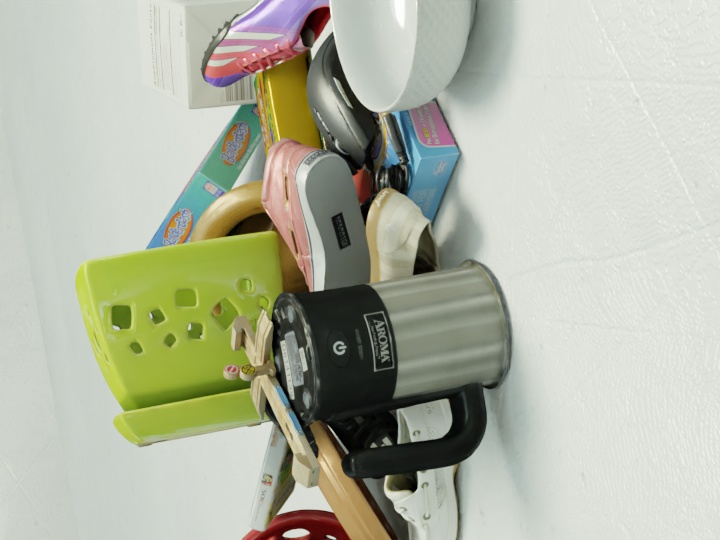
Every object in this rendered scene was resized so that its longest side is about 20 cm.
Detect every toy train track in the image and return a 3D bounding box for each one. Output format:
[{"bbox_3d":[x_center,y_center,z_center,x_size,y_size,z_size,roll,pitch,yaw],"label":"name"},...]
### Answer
[{"bbox_3d":[-0.085,0.115,1.457,0.201,0.032,0.115,-121,30,-44],"label":"toy train track"}]

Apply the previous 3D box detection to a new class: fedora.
[{"bbox_3d":[-0.092,-0.015,1.816,0.082,0.198,0.203,-57,-29,-63],"label":"fedora"}]

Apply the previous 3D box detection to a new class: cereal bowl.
[{"bbox_3d":[0.043,-0.240,1.435,0.200,0.083,0.202,171,90,-68],"label":"cereal bowl"}]

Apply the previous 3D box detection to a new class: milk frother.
[{"bbox_3d":[0.012,0.087,1.502,0.200,0.186,0.183,-158,62,-66],"label":"milk frother"}]

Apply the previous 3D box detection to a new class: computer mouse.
[{"bbox_3d":[-0.009,-0.142,1.545,0.140,0.046,0.202,136,123,-66],"label":"computer mouse"}]

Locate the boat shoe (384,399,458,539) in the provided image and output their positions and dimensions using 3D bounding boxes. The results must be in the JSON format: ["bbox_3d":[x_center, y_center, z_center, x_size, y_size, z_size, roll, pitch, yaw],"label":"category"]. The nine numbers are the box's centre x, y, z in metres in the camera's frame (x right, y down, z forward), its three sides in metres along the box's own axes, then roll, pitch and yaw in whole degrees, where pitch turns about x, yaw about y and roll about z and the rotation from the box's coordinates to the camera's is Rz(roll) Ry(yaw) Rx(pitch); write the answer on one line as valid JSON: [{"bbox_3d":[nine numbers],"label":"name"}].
[{"bbox_3d":[0.053,0.208,1.604,0.071,0.069,0.202,-137,43,-56],"label":"boat shoe"}]

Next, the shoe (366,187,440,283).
[{"bbox_3d":[0.043,0.001,1.534,0.070,0.053,0.201,-61,-20,-27],"label":"shoe"}]

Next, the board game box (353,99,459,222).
[{"bbox_3d":[0.025,-0.137,1.582,0.154,0.040,0.201,109,146,-51],"label":"board game box"}]

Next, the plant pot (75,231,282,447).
[{"bbox_3d":[-0.174,0.076,1.660,0.200,0.197,0.183,148,112,-77],"label":"plant pot"}]

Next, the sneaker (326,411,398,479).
[{"bbox_3d":[0.003,0.143,1.647,0.112,0.073,0.200,50,177,28],"label":"sneaker"}]

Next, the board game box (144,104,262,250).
[{"bbox_3d":[-0.186,-0.092,1.956,0.200,0.045,0.153,-49,10,43],"label":"board game box"}]

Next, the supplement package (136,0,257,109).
[{"bbox_3d":[-0.179,-0.267,1.943,0.200,0.120,0.121,-147,52,-63],"label":"supplement package"}]

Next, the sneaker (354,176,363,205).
[{"bbox_3d":[0.000,0.000,1.656,0.077,0.077,0.202,169,91,-74],"label":"sneaker"}]

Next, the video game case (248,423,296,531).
[{"bbox_3d":[-0.075,0.171,1.784,0.200,0.023,0.184,-36,-39,-82],"label":"video game case"}]

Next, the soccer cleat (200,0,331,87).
[{"bbox_3d":[-0.086,-0.233,1.640,0.200,0.068,0.074,-40,77,35],"label":"soccer cleat"}]

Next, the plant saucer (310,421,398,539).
[{"bbox_3d":[-0.013,0.231,1.702,0.201,0.037,0.200,58,179,1],"label":"plant saucer"}]

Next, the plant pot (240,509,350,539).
[{"bbox_3d":[-0.057,0.388,1.801,0.183,0.198,0.202,97,155,-56],"label":"plant pot"}]

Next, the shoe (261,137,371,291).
[{"bbox_3d":[-0.037,-0.029,1.580,0.091,0.071,0.202,29,137,55],"label":"shoe"}]

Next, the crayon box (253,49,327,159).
[{"bbox_3d":[-0.075,-0.162,1.756,0.200,0.050,0.128,144,117,-81],"label":"crayon box"}]
